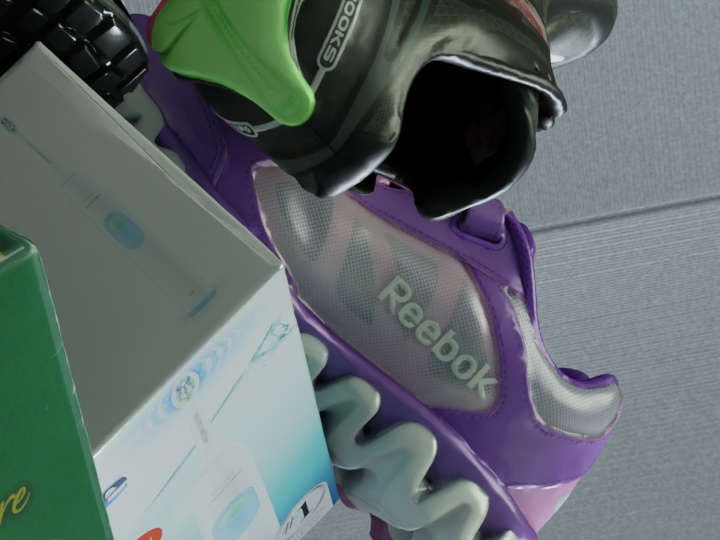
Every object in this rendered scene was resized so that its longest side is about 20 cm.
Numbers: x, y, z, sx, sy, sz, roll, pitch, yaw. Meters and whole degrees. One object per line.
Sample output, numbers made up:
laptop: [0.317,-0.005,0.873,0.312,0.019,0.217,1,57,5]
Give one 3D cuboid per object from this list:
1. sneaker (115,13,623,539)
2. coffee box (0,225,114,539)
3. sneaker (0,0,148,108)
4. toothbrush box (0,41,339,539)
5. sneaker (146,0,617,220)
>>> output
sneaker: [0.000,0.000,0.807,0.200,0.088,0.080,50,-10,-15]
coffee box: [-0.102,0.094,0.578,0.044,0.123,0.200,29,-38,42]
sneaker: [-0.124,-0.090,0.659,0.200,0.076,0.088,22,45,-52]
toothbrush box: [-0.088,0.054,0.721,0.085,0.146,0.200,41,-13,17]
sneaker: [0.017,-0.053,0.765,0.084,0.077,0.200,56,30,9]
